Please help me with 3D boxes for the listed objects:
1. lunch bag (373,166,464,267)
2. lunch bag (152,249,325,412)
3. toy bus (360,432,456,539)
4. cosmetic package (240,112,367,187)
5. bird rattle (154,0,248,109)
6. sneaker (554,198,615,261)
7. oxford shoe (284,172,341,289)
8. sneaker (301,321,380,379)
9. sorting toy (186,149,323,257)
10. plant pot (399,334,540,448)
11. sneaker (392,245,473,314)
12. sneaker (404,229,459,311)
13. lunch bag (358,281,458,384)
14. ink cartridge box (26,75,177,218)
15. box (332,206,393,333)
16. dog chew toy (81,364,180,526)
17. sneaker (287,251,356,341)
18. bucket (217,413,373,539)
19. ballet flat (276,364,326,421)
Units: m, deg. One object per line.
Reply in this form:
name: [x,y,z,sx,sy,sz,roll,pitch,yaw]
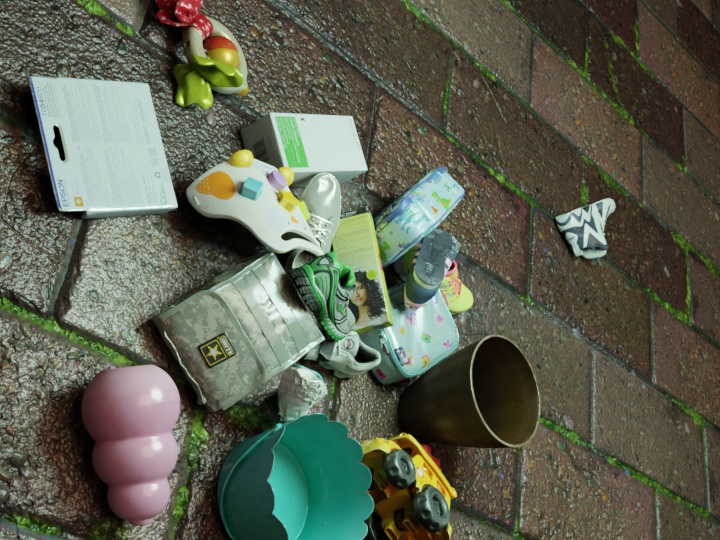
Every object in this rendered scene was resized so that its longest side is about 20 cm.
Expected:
lunch bag: [0.083,-0.091,1.787,0.082,0.161,0.200,48,43,-3]
lunch bag: [-0.180,0.088,1.456,0.200,0.118,0.164,-35,101,-33]
toy bus: [0.064,0.331,1.623,0.200,0.136,0.192,54,30,-13]
cosmetic package: [-0.093,-0.201,1.698,0.200,0.085,0.108,-10,80,-47]
bird rattle: [-0.249,-0.351,1.612,0.163,0.113,0.200,12,52,-57]
sneaker: [0.540,-0.088,2.340,0.199,0.079,0.130,-19,89,-49]
oxford shoe: [-0.071,-0.063,1.634,0.075,0.058,0.200,19,81,-17]
sneaker: [-0.050,0.113,1.612,0.200,0.088,0.074,24,59,-37]
sorting toy: [-0.127,-0.076,1.517,0.200,0.107,0.180,16,29,-53]
plant pot: [0.169,0.223,1.715,0.187,0.200,0.187,22,59,-41]
sneaker: [0.153,0.017,1.869,0.200,0.090,0.078,34,50,-35]
sneaker: [0.116,-0.003,1.753,0.070,0.082,0.200,31,32,4]
lunch bag: [0.078,0.099,1.762,0.200,0.077,0.161,-24,93,-49]
ink cartridge box: [-0.367,-0.172,1.421,0.200,0.041,0.200,-6,78,-48]
box: [0.000,0.000,1.673,0.050,0.075,0.200,44,32,-73]
dog chew toy: [-0.288,0.223,1.288,0.124,0.124,0.200,-1,83,-47]
sneaker: [-0.037,0.042,1.522,0.078,0.085,0.200,60,-1,28]
bucket: [-0.096,0.315,1.438,0.207,0.135,0.207,21,59,-40]
ballet flat: [-0.091,0.190,1.474,0.072,0.200,0.072,2,73,-6]
